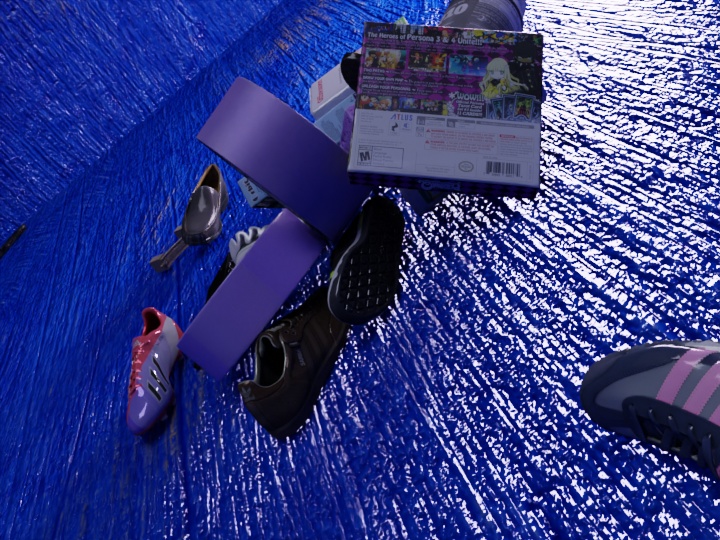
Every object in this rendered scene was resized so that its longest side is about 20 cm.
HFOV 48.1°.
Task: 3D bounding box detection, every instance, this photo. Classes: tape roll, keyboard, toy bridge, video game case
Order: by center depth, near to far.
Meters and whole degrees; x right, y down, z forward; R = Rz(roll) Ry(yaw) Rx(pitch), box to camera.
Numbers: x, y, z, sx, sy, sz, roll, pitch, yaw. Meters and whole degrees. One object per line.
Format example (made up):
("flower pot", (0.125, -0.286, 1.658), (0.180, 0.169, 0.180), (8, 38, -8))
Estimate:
("video game case", (0.091, -0.171, 0.847), (0.195, 0.036, 0.185), (4, 70, 3))
("tape roll", (-0.084, -0.124, 0.921), (0.086, 0.199, 0.200), (-54, 26, 0))
("tape roll", (-0.124, 0.027, 0.925), (0.201, 0.065, 0.200), (-50, 5, 6))
("keyboard", (-0.185, 0.048, 1.111), (0.105, 0.039, 0.201), (-56, 20, 24))
("toy bridge", (-0.310, -0.074, 1.463), (0.066, 0.027, 0.202), (-17, 34, 38))
("keyboard", (-1.159, -0.084, 2.652), (0.126, 0.021, 0.202), (-29, 29, 37))

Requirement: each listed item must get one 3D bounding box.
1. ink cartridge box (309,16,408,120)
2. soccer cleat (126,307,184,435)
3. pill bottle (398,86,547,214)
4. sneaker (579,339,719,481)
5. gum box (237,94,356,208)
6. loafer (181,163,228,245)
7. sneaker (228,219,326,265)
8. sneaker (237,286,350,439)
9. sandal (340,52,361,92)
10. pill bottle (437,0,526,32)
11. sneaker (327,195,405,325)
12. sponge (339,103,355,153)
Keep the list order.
("ink cartridge box", (0.018, -0.304, 1.309), (0.198, 0.084, 0.146), (-34, 26, 14))
("soccer cleat", (-0.274, 0.128, 1.041), (0.066, 0.077, 0.201), (-30, 27, 19))
("pill bottle", (0.113, -0.168, 0.934), (0.199, 0.113, 0.113), (-38, 26, 6))
("sneaker", (0.204, 0.089, 0.456), (0.198, 0.070, 0.082), (-11, 35, 48))
("gum box", (-0.048, -0.156, 1.108), (0.198, 0.045, 0.169), (-33, -7, 19))
("loafer", (-0.274, -0.113, 1.400), (0.071, 0.074, 0.201), (-1, 33, -2))
("sneaker", (-0.083, -0.040, 1.068), (0.198, 0.075, 0.082), (-31, 46, 17))
("sneaker", (-0.066, 0.074, 0.842), (0.070, 0.076, 0.202), (-23, 31, 32))
("sandal", (0.065, -0.237, 1.024), (0.075, 0.196, 0.046), (150, 133, -66))
("pill bottle", (0.159, -0.317, 1.102), (0.113, 0.114, 0.202), (-17, 34, 39))
("sneaker", (0.000, 0.000, 0.899), (0.083, 0.071, 0.201), (-42, 16, 38))
("sponge", (0.021, -0.168, 1.014), (0.111, 0.030, 0.200), (-36, -11, -17))
